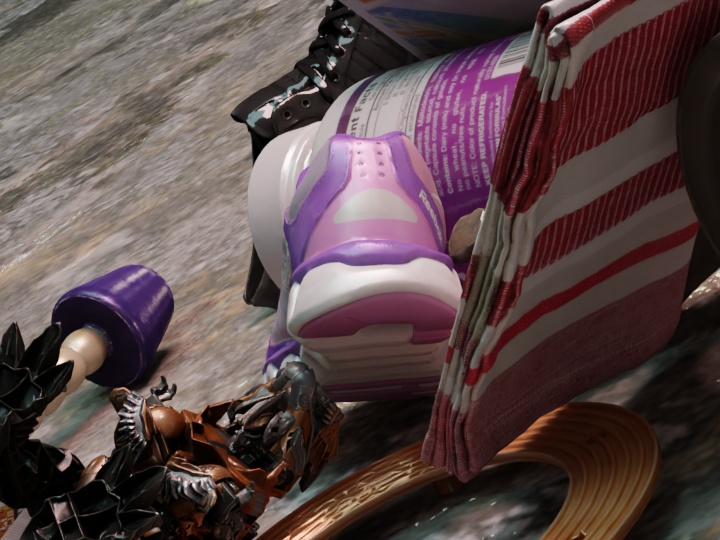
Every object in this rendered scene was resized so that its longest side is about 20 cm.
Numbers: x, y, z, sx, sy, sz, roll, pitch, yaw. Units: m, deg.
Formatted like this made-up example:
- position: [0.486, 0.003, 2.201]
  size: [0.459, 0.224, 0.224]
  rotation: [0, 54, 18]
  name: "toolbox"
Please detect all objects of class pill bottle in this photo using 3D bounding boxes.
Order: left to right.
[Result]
- position: [0.049, -0.040, 1.299]
  size: [0.199, 0.113, 0.112]
  rotation: [-13, 21, 40]
  name: "pill bottle"

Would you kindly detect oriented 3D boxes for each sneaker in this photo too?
- position: [-0.014, -0.085, 1.448]
  size: [0.103, 0.201, 0.060]
  rotation: [-6, 6, -16]
  name: "sneaker"
- position: [0.000, 0.000, 1.190]
  size: [0.080, 0.089, 0.200]
  rotation: [-5, -15, -7]
  name: "sneaker"

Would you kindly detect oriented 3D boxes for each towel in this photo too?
- position: [0.091, -0.029, 1.050]
  size: [0.023, 0.201, 0.144]
  rotation: [34, 43, 26]
  name: "towel"

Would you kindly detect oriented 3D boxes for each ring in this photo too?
- position: [0.019, 0.108, 1.066]
  size: [0.199, 0.019, 0.201]
  rotation: [-26, 17, 8]
  name: "ring"

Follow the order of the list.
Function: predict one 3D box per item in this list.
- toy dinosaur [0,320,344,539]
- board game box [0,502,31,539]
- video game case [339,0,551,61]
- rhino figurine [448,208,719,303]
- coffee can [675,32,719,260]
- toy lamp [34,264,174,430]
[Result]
- position: [-0.094, 0.103, 1.119]
  size: [0.102, 0.136, 0.201]
  rotation: [24, 69, 29]
  name: "toy dinosaur"
- position: [-0.210, 0.138, 1.187]
  size: [0.199, 0.105, 0.023]
  rotation: [-33, 21, -20]
  name: "board game box"
- position: [0.112, -0.106, 1.292]
  size: [0.182, 0.200, 0.022]
  rotation: [-13, 57, 40]
  name: "video game case"
- position: [0.135, -0.041, 1.157]
  size: [0.200, 0.087, 0.060]
  rotation: [-41, 37, 19]
  name: "rhino figurine"
- position: [0.228, -0.071, 1.046]
  size: [0.200, 0.147, 0.146]
  rotation: [-37, 19, -32]
  name: "coffee can"
- position: [-0.153, 0.062, 1.416]
  size: [0.058, 0.058, 0.200]
  rotation: [-13, 24, 40]
  name: "toy lamp"
